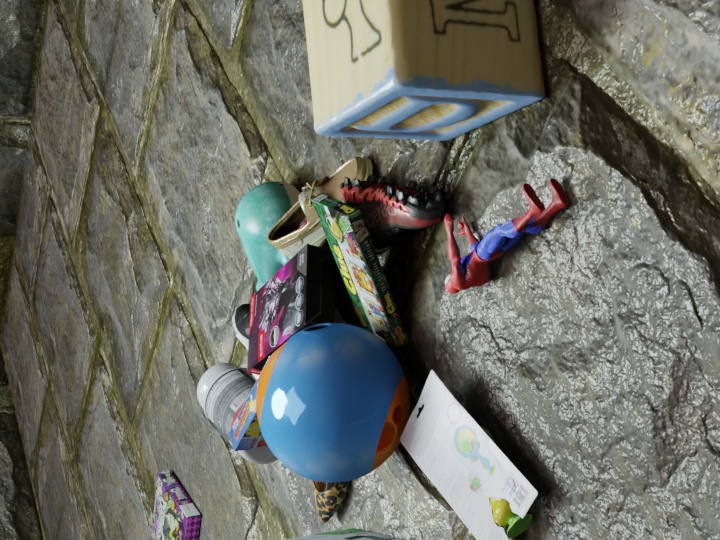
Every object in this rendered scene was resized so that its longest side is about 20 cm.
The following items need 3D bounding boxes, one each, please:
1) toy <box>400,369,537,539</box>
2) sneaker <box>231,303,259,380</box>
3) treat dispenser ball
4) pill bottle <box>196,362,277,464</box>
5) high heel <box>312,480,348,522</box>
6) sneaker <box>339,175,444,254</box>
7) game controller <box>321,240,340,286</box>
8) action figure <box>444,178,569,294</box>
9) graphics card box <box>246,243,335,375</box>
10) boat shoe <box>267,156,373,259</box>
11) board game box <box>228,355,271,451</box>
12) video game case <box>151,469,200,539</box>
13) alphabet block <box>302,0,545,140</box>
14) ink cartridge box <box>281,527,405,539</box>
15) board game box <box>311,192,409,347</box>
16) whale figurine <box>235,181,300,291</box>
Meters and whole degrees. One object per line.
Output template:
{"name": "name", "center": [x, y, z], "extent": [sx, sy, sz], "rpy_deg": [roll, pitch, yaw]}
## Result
{"name": "toy", "center": [0.131, 0.221, 1.137], "extent": [0.200, 0.047, 0.116], "rpy_deg": [51, 131, 41]}
{"name": "sneaker", "center": [-0.145, 0.096, 1.580], "extent": [0.088, 0.075, 0.200], "rpy_deg": [-64, 33, 21]}
{"name": "treat dispenser ball", "center": [-0.035, 0.169, 1.265], "extent": [0.200, 0.199, 0.203], "rpy_deg": [6, 97, 59]}
{"name": "pill bottle", "center": [-0.189, 0.227, 1.617], "extent": [0.200, 0.115, 0.117], "rpy_deg": [26, 114, 57]}
{"name": "high heel", "center": [-0.088, 0.278, 1.418], "extent": [0.071, 0.141, 0.202], "rpy_deg": [26, 114, 55]}
{"name": "sneaker", "center": [0.041, -0.065, 1.251], "extent": [0.200, 0.070, 0.099], "rpy_deg": [16, 109, 57]}
{"name": "game controller", "center": [-0.070, 0.021, 1.473], "extent": [0.105, 0.042, 0.201], "rpy_deg": [55, 136, 42]}
{"name": "action figure", "center": [0.137, -0.050, 1.092], "extent": [0.200, 0.065, 0.100], "rpy_deg": [-53, 57, 46]}
{"name": "graphics card box", "center": [-0.101, 0.061, 1.411], "extent": [0.200, 0.050, 0.127], "rpy_deg": [-37, 45, 51]}
{"name": "boat shoe", "center": [-0.059, -0.088, 1.383], "extent": [0.200, 0.066, 0.074], "rpy_deg": [-48, 35, 29]}
{"name": "board game box", "center": [-0.099, 0.192, 1.442], "extent": [0.201, 0.134, 0.035], "rpy_deg": [-59, 43, 41]}
{"name": "video game case", "center": [-0.388, 0.549, 2.055], "extent": [0.181, 0.036, 0.202], "rpy_deg": [35, 121, 52]}
{"name": "alphabet block", "center": [0.062, -0.265, 1.079], "extent": [0.195, 0.195, 0.202], "rpy_deg": [-14, 79, 58]}
{"name": "ink cartridge box", "center": [-0.015, 0.401, 1.301], "extent": [0.199, 0.145, 0.085], "rpy_deg": [-13, 79, 58]}
{"name": "board game box", "center": [0.000, 0.000, 1.280], "extent": [0.105, 0.023, 0.201], "rpy_deg": [31, 147, 58]}
{"name": "whale figurine", "center": [-0.147, -0.039, 1.537], "extent": [0.159, 0.103, 0.202], "rpy_deg": [43, 129, 54]}
